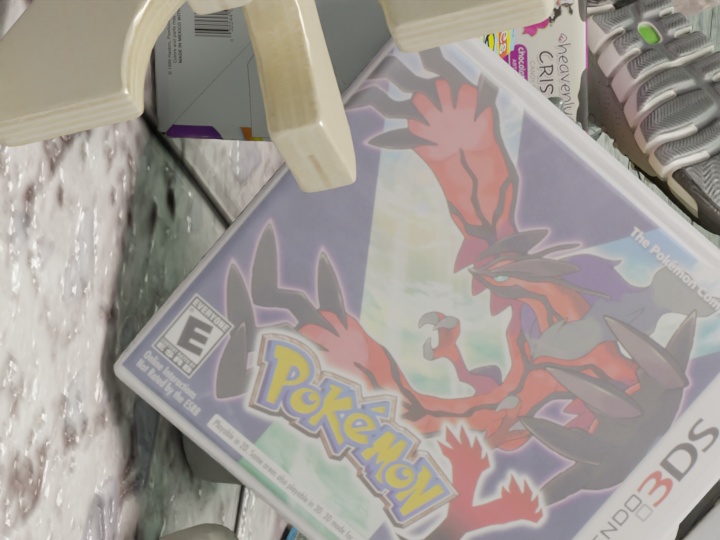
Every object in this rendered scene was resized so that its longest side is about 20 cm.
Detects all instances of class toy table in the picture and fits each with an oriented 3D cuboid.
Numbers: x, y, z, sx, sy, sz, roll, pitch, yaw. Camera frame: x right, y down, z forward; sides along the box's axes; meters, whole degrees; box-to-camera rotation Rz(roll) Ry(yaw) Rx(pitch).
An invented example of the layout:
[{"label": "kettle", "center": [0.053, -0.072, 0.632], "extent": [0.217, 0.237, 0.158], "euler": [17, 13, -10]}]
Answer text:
[{"label": "toy table", "center": [-0.036, -0.112, 0.747], "extent": [0.200, 0.183, 0.117], "euler": [36, 41, -59]}]

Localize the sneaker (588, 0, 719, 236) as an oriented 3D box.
[{"label": "sneaker", "center": [0.151, -0.084, 1.271], "extent": [0.200, 0.075, 0.116], "euler": [62, -25, 21]}]

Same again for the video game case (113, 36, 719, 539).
[{"label": "video game case", "center": [0.041, 0.032, 0.866], "extent": [0.182, 0.200, 0.023], "euler": [-49, -177, 5]}]

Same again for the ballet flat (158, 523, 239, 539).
[{"label": "ballet flat", "center": [-0.059, 0.136, 0.920], "extent": [0.200, 0.069, 0.070], "euler": [69, 28, -67]}]

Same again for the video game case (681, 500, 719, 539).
[{"label": "video game case", "center": [0.143, 0.205, 1.198], "extent": [0.181, 0.045, 0.200], "euler": [-32, 157, -51]}]

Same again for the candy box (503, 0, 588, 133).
[{"label": "candy box", "center": [0.070, -0.150, 1.200], "extent": [0.200, 0.061, 0.137], "euler": [-108, -167, -64]}]

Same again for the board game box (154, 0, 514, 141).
[{"label": "board game box", "center": [-0.005, -0.124, 0.967], "extent": [0.200, 0.103, 0.105], "euler": [-46, 138, -68]}]

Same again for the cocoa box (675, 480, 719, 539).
[{"label": "cocoa box", "center": [0.121, 0.106, 1.283], "extent": [0.200, 0.133, 0.131], "euler": [-56, 176, 19]}]

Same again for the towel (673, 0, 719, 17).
[{"label": "towel", "center": [0.149, -0.200, 1.308], "extent": [0.133, 0.200, 0.034], "euler": [63, 19, -16]}]

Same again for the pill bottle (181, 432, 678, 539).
[{"label": "pill bottle", "center": [0.032, 0.055, 0.956], "extent": [0.111, 0.200, 0.111], "euler": [4, 90, -76]}]

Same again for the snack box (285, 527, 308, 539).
[{"label": "snack box", "center": [-0.022, 0.236, 1.108], "extent": [0.116, 0.037, 0.200], "euler": [-64, 152, -57]}]

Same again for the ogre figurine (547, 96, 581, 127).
[{"label": "ogre figurine", "center": [0.066, 0.008, 1.046], "extent": [0.098, 0.120, 0.200], "euler": [13, 67, -44]}]
